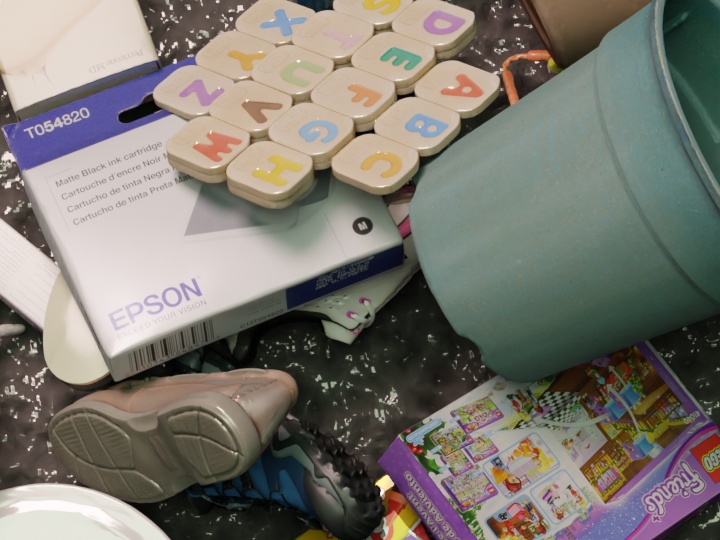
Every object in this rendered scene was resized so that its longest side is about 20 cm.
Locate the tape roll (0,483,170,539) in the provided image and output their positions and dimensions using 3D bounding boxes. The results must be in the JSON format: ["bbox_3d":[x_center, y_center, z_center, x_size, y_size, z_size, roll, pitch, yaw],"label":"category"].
[{"bbox_3d":[-0.190,0.233,1.588,0.202,0.071,0.203,-1,75,2],"label":"tape roll"}]

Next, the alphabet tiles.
[{"bbox_3d":[-0.023,-0.113,1.588,0.195,0.015,0.200,24,52,34],"label":"alphabet tiles"}]

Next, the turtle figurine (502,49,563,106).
[{"bbox_3d":[0.195,-0.082,1.665,0.161,0.064,0.200,-31,67,-14],"label":"turtle figurine"}]

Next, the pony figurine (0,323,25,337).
[{"bbox_3d":[-0.305,0.071,1.591,0.192,0.167,0.200,10,39,-11],"label":"pony figurine"}]

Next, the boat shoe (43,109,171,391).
[{"bbox_3d":[-0.143,-0.007,1.636,0.071,0.063,0.201,17,64,7],"label":"boat shoe"}]

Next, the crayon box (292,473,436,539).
[{"bbox_3d":[0.040,0.216,1.589,0.200,0.058,0.173,-35,76,-9],"label":"crayon box"}]

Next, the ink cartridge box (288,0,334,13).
[{"bbox_3d":[0.022,-0.274,1.712,0.199,0.084,0.145,-21,75,-4],"label":"ink cartridge box"}]

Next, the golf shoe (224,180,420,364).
[{"bbox_3d":[0.000,0.000,1.648,0.199,0.073,0.092,-15,79,7],"label":"golf shoe"}]

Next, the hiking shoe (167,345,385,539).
[{"bbox_3d":[-0.062,0.124,1.594,0.200,0.074,0.087,36,92,44],"label":"hiking shoe"}]

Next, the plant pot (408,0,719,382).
[{"bbox_3d":[0.148,-0.038,1.521,0.196,0.200,0.201,-28,73,27],"label":"plant pot"}]

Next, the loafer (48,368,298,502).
[{"bbox_3d":[-0.110,0.094,1.557,0.063,0.200,0.072,-37,107,-35],"label":"loafer"}]

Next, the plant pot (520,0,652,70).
[{"bbox_3d":[0.177,-0.214,1.615,0.174,0.200,0.201,-27,75,3],"label":"plant pot"}]

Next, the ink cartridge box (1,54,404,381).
[{"bbox_3d":[-0.100,-0.054,1.601,0.199,0.041,0.200,-23,63,-12],"label":"ink cartridge box"}]

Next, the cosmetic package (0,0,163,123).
[{"bbox_3d":[-0.207,-0.197,1.706,0.103,0.073,0.201,-21,74,-4],"label":"cosmetic package"}]

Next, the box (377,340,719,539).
[{"bbox_3d":[0.126,0.119,1.580,0.200,0.039,0.137,-28,73,-35],"label":"box"}]

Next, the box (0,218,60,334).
[{"bbox_3d":[-0.257,-0.027,1.677,0.200,0.039,0.041,38,80,11],"label":"box"}]
